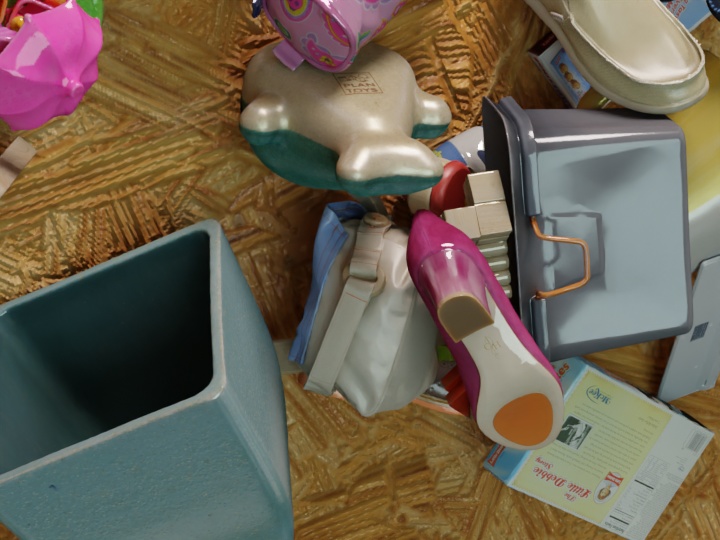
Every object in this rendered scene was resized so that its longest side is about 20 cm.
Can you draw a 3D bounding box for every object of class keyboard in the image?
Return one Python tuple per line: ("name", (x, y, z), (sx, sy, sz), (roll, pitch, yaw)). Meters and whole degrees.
("keyboard", (0.280, 0.046, 1.688), (0.056, 0.011, 0.200), (-14, 145, -15))

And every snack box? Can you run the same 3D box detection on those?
("snack box", (0.198, 0.146, 1.703), (0.200, 0.037, 0.116), (28, 97, -45))
("snack box", (0.228, -0.207, 1.630), (0.200, 0.024, 0.072), (-41, 117, -3))

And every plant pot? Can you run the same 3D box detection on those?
("plant pot", (-0.143, 0.122, 1.498), (0.196, 0.196, 0.200), (-22, 127, 11))

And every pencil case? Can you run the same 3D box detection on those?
("pencil case", (0.011, -0.226, 1.472), (0.200, 0.087, 0.087), (-52, 121, -28))

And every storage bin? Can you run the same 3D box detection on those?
("storage bin", (0.169, -0.029, 1.516), (0.134, 0.146, 0.200), (-7, 106, -4))

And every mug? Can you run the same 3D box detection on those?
("mug", (0.243, -0.082, 1.629), (0.153, 0.149, 0.187), (-37, 95, 5))

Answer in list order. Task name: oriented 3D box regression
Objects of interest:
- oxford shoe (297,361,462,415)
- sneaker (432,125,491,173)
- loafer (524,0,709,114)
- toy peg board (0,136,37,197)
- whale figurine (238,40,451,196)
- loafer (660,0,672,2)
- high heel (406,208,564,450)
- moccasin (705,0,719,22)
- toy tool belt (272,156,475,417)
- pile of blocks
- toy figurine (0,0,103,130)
("oxford shoe", (0.054, 0.069, 1.638), (0.200, 0.071, 0.073), (6, 101, -22))
("sneaker", (0.123, -0.031, 1.627), (0.082, 0.074, 0.200), (-48, 118, -1))
("loafer", (0.177, -0.193, 1.524), (0.076, 0.200, 0.068), (-35, 155, -20))
("toy peg board", (-0.327, -0.024, 1.395), (0.098, 0.199, 0.200), (40, 96, -9))
("whale figurine", (-0.011, -0.091, 1.485), (0.159, 0.200, 0.104), (-4, 121, -22))
("loafer", (0.187, -0.275, 1.556), (0.072, 0.063, 0.200), (-46, 108, -5))
("high heel", (0.086, 0.044, 1.459), (0.067, 0.096, 0.200), (-29, 134, 12))
("moccasin", (0.273, -0.275, 1.555), (0.080, 0.200, 0.068), (-13, 151, 27))
("toy tool belt", (0.000, 0.000, 1.542), (0.125, 0.123, 0.200), (-5, 112, -60))
("pile of blocks", (0.072, 0.022, 1.508), (0.062, 0.082, 0.200), (-9, 113, -11))
("toy figurine", (-0.247, -0.164, 1.378), (0.200, 0.184, 0.150), (22, 100, -25))
